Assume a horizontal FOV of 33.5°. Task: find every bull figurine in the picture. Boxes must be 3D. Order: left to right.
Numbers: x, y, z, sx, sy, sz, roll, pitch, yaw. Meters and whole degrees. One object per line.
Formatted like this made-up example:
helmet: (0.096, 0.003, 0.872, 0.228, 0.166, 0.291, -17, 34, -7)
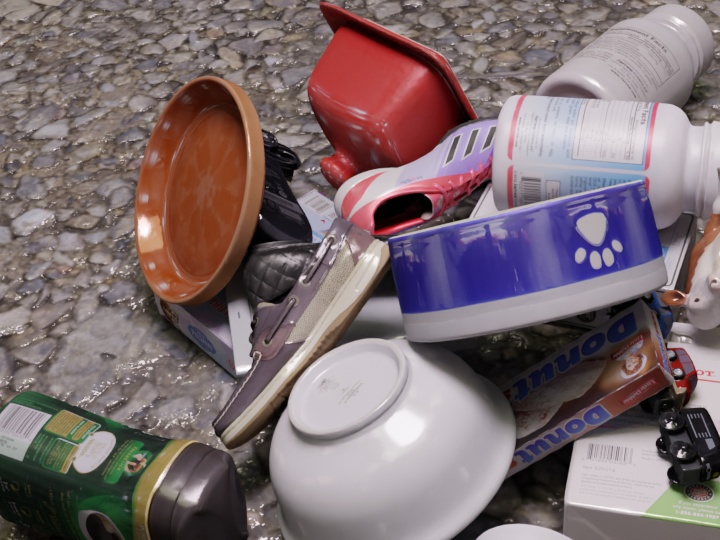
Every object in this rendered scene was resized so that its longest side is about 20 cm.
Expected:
bull figurine: (0.308, -0.011, 0.962, 0.065, 0.122, 0.200, 21, 8, 32)

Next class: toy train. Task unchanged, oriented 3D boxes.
toy train: (0.224, 0.076, 0.876, 0.045, 0.034, 0.201, -6, 38, -1)

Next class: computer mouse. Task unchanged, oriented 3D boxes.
computer mouse: (-0.101, -0.070, 1.113, 0.053, 0.138, 0.201, -47, 38, 20)

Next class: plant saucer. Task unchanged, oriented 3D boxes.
plant saucer: (-0.140, -0.069, 1.052, 0.032, 0.201, 0.200, 10, 25, -38)

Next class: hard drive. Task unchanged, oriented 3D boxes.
hard drive: (-0.013, 0.032, 1.021, 0.198, 0.027, 0.132, -9, 41, -5)

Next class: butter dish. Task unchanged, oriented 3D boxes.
butter dish: (0.019, -0.141, 1.197, 0.148, 0.200, 0.199, -48, 48, -10)

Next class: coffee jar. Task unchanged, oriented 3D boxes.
coffee jar: (-0.182, 0.162, 0.893, 0.199, 0.105, 0.085, 13, 46, 23)

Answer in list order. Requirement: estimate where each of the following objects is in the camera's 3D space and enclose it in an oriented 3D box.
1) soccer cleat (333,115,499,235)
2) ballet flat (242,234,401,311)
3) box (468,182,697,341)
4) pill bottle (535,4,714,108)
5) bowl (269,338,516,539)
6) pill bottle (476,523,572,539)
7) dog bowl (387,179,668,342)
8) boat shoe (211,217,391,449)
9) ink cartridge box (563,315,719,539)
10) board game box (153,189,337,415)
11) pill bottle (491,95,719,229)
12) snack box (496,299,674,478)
soccer cleat: (0.076, -0.081, 1.106, 0.199, 0.069, 0.073, -24, 35, -13)
ballet flat: (0.000, 0.000, 1.009, 0.198, 0.057, 0.066, -4, -3, 1)
box: (0.192, -0.010, 1.076, 0.199, 0.060, 0.117, 11, 42, 22)
pill bottle: (0.281, -0.197, 1.246, 0.114, 0.115, 0.200, 25, 49, 34)
bowl: (0.008, 0.115, 0.882, 0.200, 0.091, 0.202, -21, 32, 14)
pill bottle: (0.090, 0.258, 0.721, 0.112, 0.114, 0.201, 5, 41, 15)
dog bowl: (0.123, -0.008, 0.892, 0.199, 0.079, 0.200, -14, 2, 0)
boat shoe: (-0.054, 0.047, 0.931, 0.065, 0.072, 0.200, 38, 89, 9)
ink cartridge box: (0.222, 0.127, 0.896, 0.116, 0.068, 0.201, 6, 41, 16)
board game box: (-0.054, 0.022, 1.092, 0.199, 0.041, 0.200, -31, 45, -27)
pill bottle: (0.220, -0.093, 1.039, 0.199, 0.109, 0.109, 7, 41, 16)
snack box: (0.138, 0.101, 0.890, 0.200, 0.024, 0.072, -35, 30, 25)
